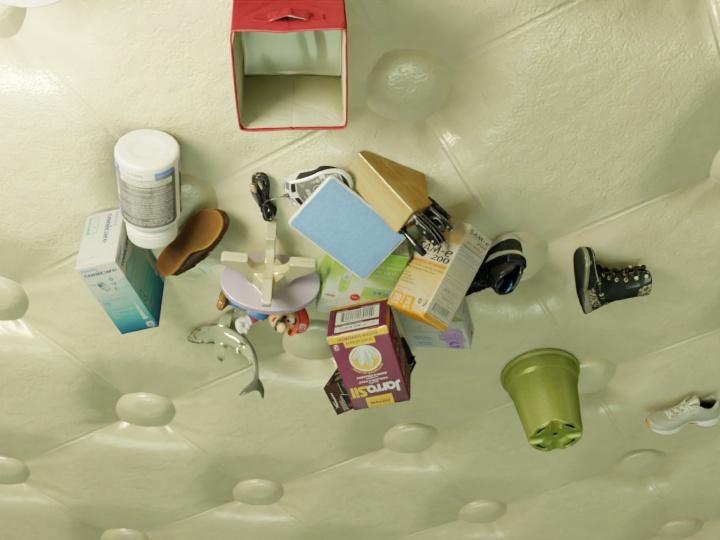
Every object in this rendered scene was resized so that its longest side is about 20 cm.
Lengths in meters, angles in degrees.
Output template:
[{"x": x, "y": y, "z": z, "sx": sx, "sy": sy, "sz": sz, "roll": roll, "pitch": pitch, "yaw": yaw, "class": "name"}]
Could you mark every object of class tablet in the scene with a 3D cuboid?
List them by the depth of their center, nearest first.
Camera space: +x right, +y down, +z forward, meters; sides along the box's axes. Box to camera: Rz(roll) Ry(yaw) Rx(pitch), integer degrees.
[{"x": -0.023, "y": -0.078, "z": 1.600, "sx": 0.199, "sy": 0.014, "sz": 0.130, "roll": 37, "pitch": 109, "yaw": -24, "class": "tablet"}]

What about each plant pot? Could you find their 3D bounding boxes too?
[{"x": 0.450, "y": 0.324, "z": 2.041, "sx": 0.198, "sy": 0.185, "sz": 0.202, "roll": -2, "pitch": 137, "yaw": -2, "class": "plant pot"}]

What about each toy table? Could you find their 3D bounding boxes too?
[{"x": -0.178, "y": 0.003, "z": 1.675, "sx": 0.198, "sy": 0.186, "sz": 0.117, "roll": -6, "pitch": 155, "yaw": -10, "class": "toy table"}]

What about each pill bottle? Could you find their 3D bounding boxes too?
[{"x": -0.380, "y": -0.143, "z": 1.530, "sx": 0.112, "sy": 0.115, "sz": 0.201, "roll": 3, "pitch": 136, "yaw": -8, "class": "pill bottle"}]

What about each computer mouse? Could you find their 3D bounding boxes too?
[{"x": -0.107, "y": -0.156, "z": 1.594, "sx": 0.198, "sy": 0.044, "sz": 0.110, "roll": -10, "pitch": 131, "yaw": 14, "class": "computer mouse"}]

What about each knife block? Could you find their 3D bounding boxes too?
[{"x": 0.072, "y": -0.115, "z": 1.553, "sx": 0.198, "sy": 0.177, "sz": 0.064, "roll": 19, "pitch": 131, "yaw": -23, "class": "knife block"}]

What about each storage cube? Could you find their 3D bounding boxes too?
[{"x": -0.107, "y": -0.338, "z": 1.300, "sx": 0.169, "sy": 0.181, "sz": 0.201, "roll": -2, "pitch": 138, "yaw": -3, "class": "storage cube"}]

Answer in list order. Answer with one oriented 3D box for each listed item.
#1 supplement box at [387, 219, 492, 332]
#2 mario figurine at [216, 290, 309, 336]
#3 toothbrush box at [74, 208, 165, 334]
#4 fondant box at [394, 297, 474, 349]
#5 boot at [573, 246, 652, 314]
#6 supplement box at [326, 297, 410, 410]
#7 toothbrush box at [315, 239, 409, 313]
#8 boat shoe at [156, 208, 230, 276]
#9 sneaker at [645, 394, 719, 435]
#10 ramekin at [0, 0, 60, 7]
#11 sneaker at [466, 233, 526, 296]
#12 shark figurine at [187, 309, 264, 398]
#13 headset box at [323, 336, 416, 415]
[{"x": 0.153, "y": 0.004, "z": 1.651, "sx": 0.073, "sy": 0.126, "sz": 0.201, "roll": 32, "pitch": 82, "yaw": -33, "class": "supplement box"}, {"x": -0.201, "y": 0.090, "z": 1.793, "sx": 0.198, "sy": 0.107, "sz": 0.123, "roll": 22, "pitch": 166, "yaw": -15, "class": "mario figurine"}, {"x": -0.463, "y": 0.003, "z": 1.653, "sx": 0.084, "sy": 0.147, "sz": 0.201, "roll": -11, "pitch": 137, "yaw": 7, "class": "toothbrush box"}, {"x": 0.158, "y": 0.093, "z": 1.828, "sx": 0.143, "sy": 0.059, "sz": 0.201, "roll": 1, "pitch": 146, "yaw": 19, "class": "fondant box"}, {"x": 0.535, "y": 0.005, "z": 1.799, "sx": 0.152, "sy": 0.074, "sz": 0.204, "roll": -14, "pitch": 140, "yaw": 6, "class": "boot"}, {"x": 0.019, "y": 0.174, "z": 1.751, "sx": 0.130, "sy": 0.104, "sz": 0.201, "roll": -13, "pitch": 121, "yaw": 11, "class": "supplement box"}, {"x": 0.000, "y": 0.000, "z": 1.735, "sx": 0.144, "sy": 0.087, "sz": 0.201, "roll": 10, "pitch": 136, "yaw": -14, "class": "toothbrush box"}, {"x": -0.320, "y": -0.058, "z": 1.667, "sx": 0.199, "sy": 0.071, "sz": 0.070, "roll": -34, "pitch": 167, "yaw": 31, "class": "boat shoe"}, {"x": 0.842, "y": 0.364, "z": 2.209, "sx": 0.198, "sy": 0.076, "sz": 0.093, "roll": -10, "pitch": 130, "yaw": -5, "class": "sneaker"}, {"x": -0.476, "y": -0.480, "z": 1.182, "sx": 0.200, "sy": 0.095, "sz": 0.204, "roll": -2, "pitch": 136, "yaw": -2, "class": "ramekin"}, {"x": 0.258, "y": 0.020, "z": 1.758, "sx": 0.073, "sy": 0.113, "sz": 0.200, "roll": 25, "pitch": 129, "yaw": -27, "class": "sneaker"}, {"x": -0.267, "y": 0.175, "z": 1.887, "sx": 0.128, "sy": 0.214, "sz": 0.089, "roll": -50, "pitch": 167, "yaw": 5, "class": "shark figurine"}, {"x": 0.033, "y": 0.235, "z": 1.930, "sx": 0.199, "sy": 0.149, "sz": 0.076, "roll": -25, "pitch": 99, "yaw": 20, "class": "headset box"}]
